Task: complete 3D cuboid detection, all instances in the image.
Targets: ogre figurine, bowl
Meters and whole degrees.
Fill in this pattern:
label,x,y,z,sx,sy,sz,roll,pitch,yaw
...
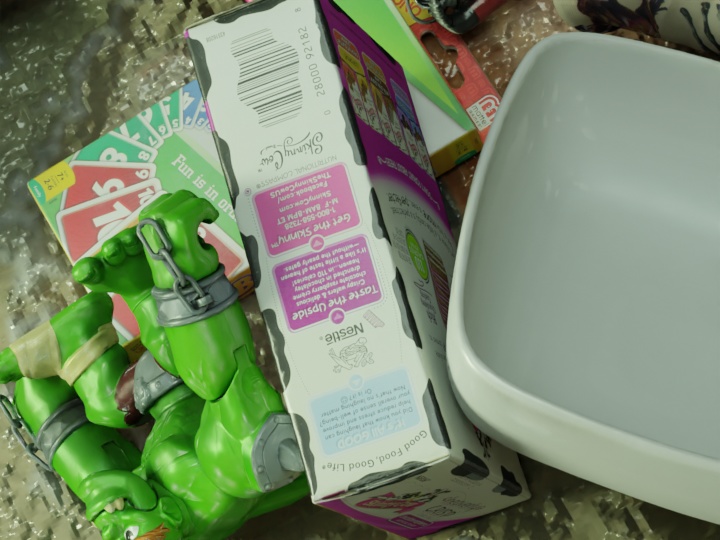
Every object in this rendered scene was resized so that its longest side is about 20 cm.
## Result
label,x,y,z,sx,sy,sz,roll,pitch,yaw
ogre figurine,-0.080,0.055,1.194,0.200,0.098,0.120,-40,79,37
bowl,0.132,0.014,1.168,0.199,0.075,0.200,18,50,-1

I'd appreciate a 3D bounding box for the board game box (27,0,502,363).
label,x,y,z,sx,sy,sz,roll,pitch,yaw
board game box,-0.039,-0.051,1.302,0.200,0.030,0.096,-31,65,-3

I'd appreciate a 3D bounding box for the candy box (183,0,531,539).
label,x,y,z,sx,sy,sz,roll,pitch,yaw
candy box,0.000,0.000,1.191,0.061,0.136,0.201,-20,73,12

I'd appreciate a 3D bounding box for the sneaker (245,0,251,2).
label,x,y,z,sx,sy,sz,roll,pitch,yaw
sneaker,-0.093,-0.169,1.280,0.081,0.199,0.075,-24,60,50

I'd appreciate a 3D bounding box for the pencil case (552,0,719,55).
label,x,y,z,sx,sy,sz,roll,pitch,yaw
pencil case,0.172,-0.118,1.221,0.200,0.090,0.078,17,54,39

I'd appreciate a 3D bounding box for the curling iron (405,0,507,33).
label,x,y,z,sx,sy,sz,roll,pitch,yaw
curling iron,0.102,-0.171,1.308,0.200,0.050,0.026,-35,36,-11
